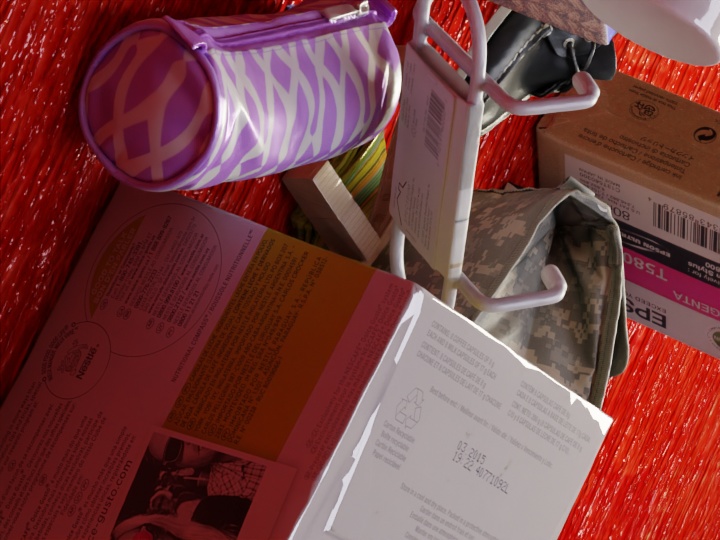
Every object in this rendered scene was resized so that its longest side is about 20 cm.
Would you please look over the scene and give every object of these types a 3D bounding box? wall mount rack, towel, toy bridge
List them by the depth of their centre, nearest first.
[{"bbox_3d":[0.052,-0.075,1.483,0.075,0.174,0.200,-10,127,-24],"label":"wall mount rack"},{"bbox_3d":[-0.014,-0.030,1.590,0.200,0.027,0.067,-53,126,-28],"label":"toy bridge"},{"bbox_3d":[0.000,0.000,1.701,0.086,0.018,0.200,-54,155,-26],"label":"towel"}]

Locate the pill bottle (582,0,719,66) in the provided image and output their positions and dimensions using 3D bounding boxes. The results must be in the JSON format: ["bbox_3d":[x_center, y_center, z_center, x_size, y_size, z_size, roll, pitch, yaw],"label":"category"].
[{"bbox_3d":[0.184,-0.204,1.437,0.200,0.109,0.109,-62,157,-10],"label":"pill bottle"}]

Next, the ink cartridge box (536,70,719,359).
[{"bbox_3d":[0.216,-0.028,1.919,0.075,0.200,0.165,-52,153,-30],"label":"ink cartridge box"}]

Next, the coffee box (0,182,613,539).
[{"bbox_3d":[-0.039,0.100,1.426,0.200,0.198,0.200,36,78,-51],"label":"coffee box"}]

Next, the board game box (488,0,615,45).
[{"bbox_3d":[0.128,-0.251,1.538,0.200,0.097,0.159,-56,155,-24],"label":"board game box"}]

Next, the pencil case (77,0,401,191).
[{"bbox_3d":[-0.051,-0.088,1.410,0.086,0.084,0.200,-51,166,26],"label":"pencil case"}]

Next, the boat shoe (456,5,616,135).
[{"bbox_3d":[0.122,-0.135,1.662,0.199,0.066,0.075,-46,162,-31],"label":"boat shoe"}]

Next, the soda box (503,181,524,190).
[{"bbox_3d":[0.120,0.026,1.936,0.071,0.063,0.200,-58,157,-20],"label":"soda box"}]

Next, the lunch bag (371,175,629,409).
[{"bbox_3d":[0.061,0.046,1.621,0.118,0.164,0.200,28,79,-24],"label":"lunch bag"}]
